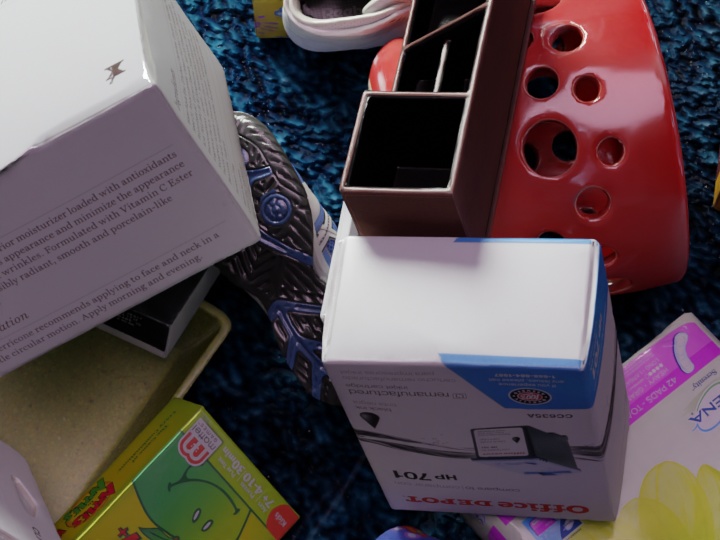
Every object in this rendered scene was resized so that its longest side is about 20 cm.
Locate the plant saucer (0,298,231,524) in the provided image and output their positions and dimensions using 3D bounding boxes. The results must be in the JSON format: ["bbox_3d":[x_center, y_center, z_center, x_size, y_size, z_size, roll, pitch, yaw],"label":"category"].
[{"bbox_3d":[-0.216,0.069,1.236,0.199,0.048,0.200,30,70,12],"label":"plant saucer"}]

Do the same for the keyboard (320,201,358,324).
[{"bbox_3d":[0.000,0.000,1.204,0.011,0.056,0.200,-20,25,16],"label":"keyboard"}]

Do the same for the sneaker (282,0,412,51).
[{"bbox_3d":[0.045,-0.183,1.241,0.199,0.116,0.074,-13,92,1],"label":"sneaker"}]

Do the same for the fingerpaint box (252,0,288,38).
[{"bbox_3d":[0.025,-0.254,1.359,0.199,0.073,0.168,1,67,1],"label":"fingerpaint box"}]

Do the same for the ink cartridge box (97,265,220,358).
[{"bbox_3d":[-0.127,-0.039,1.250,0.099,0.039,0.200,23,48,7],"label":"ink cartridge box"}]

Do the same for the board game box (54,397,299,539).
[{"bbox_3d":[-0.142,0.186,1.158,0.200,0.048,0.102,-47,113,-17],"label":"board game box"}]

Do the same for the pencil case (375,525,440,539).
[{"bbox_3d":[0.086,0.205,1.117,0.199,0.087,0.078,7,64,42],"label":"pencil case"}]

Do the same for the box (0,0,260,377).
[{"bbox_3d":[-0.184,-0.072,1.132,0.198,0.131,0.200,-27,37,8],"label":"box"}]

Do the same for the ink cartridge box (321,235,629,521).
[{"bbox_3d":[0.072,0.065,1.088,0.146,0.200,0.086,1,58,14],"label":"ink cartridge box"}]

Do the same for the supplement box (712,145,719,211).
[{"bbox_3d":[0.354,-0.140,1.276,0.196,0.133,0.201,10,67,4],"label":"supplement box"}]

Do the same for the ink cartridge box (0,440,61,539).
[{"bbox_3d":[-0.277,0.191,1.100,0.200,0.083,0.145,-46,35,3],"label":"ink cartridge box"}]

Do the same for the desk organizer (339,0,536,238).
[{"bbox_3d":[0.047,-0.105,1.090,0.071,0.077,0.201,3,60,18],"label":"desk organizer"}]

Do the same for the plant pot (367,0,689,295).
[{"bbox_3d":[0.103,-0.076,1.215,0.182,0.201,0.201,-10,67,-1],"label":"plant pot"}]

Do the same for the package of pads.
[{"bbox_3d":[0.185,0.143,1.190,0.200,0.068,0.155,-37,70,-13],"label":"package of pads"}]

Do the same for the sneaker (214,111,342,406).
[{"bbox_3d":[-0.047,-0.008,1.221,0.075,0.077,0.201,-24,96,11],"label":"sneaker"}]
